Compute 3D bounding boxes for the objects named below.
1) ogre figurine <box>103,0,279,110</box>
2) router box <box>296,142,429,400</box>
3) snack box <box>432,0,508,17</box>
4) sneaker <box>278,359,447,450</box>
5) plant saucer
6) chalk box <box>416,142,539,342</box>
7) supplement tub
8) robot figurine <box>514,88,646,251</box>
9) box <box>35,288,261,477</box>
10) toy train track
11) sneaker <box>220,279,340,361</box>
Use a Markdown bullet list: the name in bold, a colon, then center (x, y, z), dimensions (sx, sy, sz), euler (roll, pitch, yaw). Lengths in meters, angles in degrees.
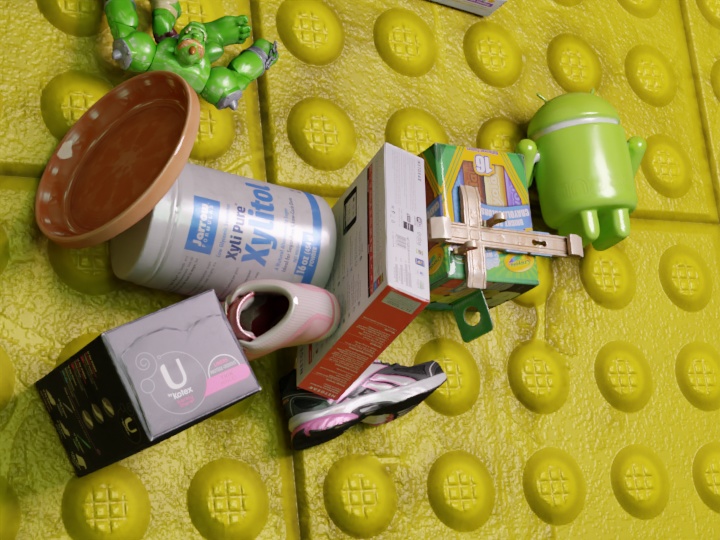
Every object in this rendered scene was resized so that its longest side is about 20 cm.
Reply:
- **ogre figurine**: center (-0.185, -0.235, 1.487), dimensions (0.200, 0.098, 0.120), euler (37, 40, -32)
- **router box**: center (0.000, 0.000, 1.426), dimensions (0.049, 0.180, 0.200), euler (22, 43, -22)
- **snack box**: center (0.084, -0.405, 1.718), dimensions (0.200, 0.053, 0.142), euler (11, 69, -26)
- **sneaker**: center (0.002, 0.117, 1.487), dimensions (0.200, 0.080, 0.086), euler (-12, 70, -38)
- **plant saucer**: center (-0.232, -0.105, 1.357), dimensions (0.032, 0.200, 0.201), euler (43, 55, -39)
- **chalk box**: center (0.111, -0.024, 1.566), dimensions (0.124, 0.125, 0.200), euler (6, 70, -29)
- **supplement tub**: center (-0.137, -0.033, 1.421), dimensions (0.200, 0.132, 0.132), euler (12, 68, -27)
- **robot figurine**: center (0.267, -0.125, 1.694), dimensions (0.175, 0.116, 0.200), euler (-5, 76, -19)
- **box**: center (-0.200, 0.107, 1.296), dimensions (0.122, 0.200, 0.106), euler (-24, 86, -33)
- **toy train track**: center (0.163, -0.036, 1.507), dimensions (0.200, 0.033, 0.115), euler (6, 71, -30)
- **sneaker**: center (-0.127, 0.057, 1.351), dimensions (0.105, 0.200, 0.075), euler (18, 55, -66)
